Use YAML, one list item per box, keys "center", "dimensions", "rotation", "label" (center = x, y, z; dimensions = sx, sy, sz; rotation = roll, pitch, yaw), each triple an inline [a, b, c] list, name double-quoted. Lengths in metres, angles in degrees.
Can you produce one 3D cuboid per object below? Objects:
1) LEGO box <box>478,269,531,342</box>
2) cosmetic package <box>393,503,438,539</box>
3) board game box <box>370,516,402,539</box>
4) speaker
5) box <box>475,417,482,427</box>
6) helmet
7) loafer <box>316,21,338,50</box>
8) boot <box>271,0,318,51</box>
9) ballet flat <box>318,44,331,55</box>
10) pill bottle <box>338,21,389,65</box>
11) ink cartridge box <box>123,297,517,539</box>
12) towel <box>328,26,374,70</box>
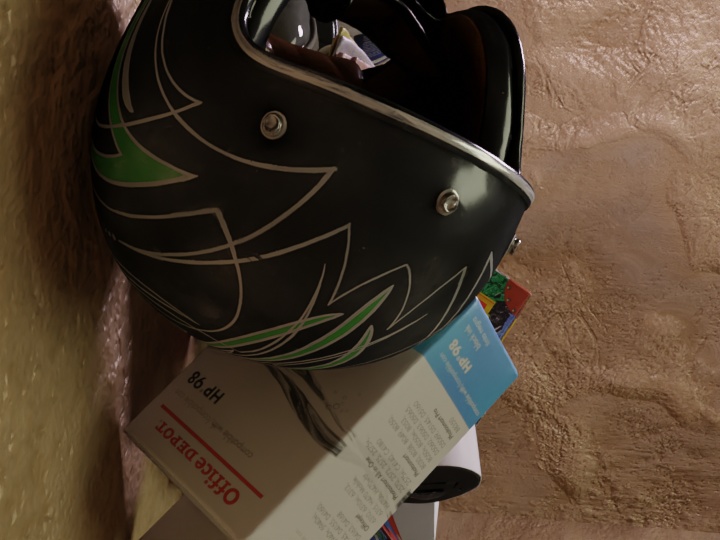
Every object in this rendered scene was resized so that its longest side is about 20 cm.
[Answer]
- center: [0.077, 0.014, 1.085]
  dimensions: [0.077, 0.149, 0.200]
  rotation: [-56, 173, 3]
  label: "LEGO box"
- center: [0.000, 0.173, 1.073]
  dimensions: [0.200, 0.150, 0.052]
  rotation: [-72, 165, -69]
  label: "cosmetic package"
- center: [-0.027, 0.122, 0.830]
  dimensions: [0.200, 0.019, 0.103]
  rotation: [58, 2, -27]
  label: "board game box"
- center: [0.043, 0.075, 0.906]
  dimensions: [0.081, 0.081, 0.201]
  rotation: [83, 3, -60]
  label: "speaker"
- center: [0.038, 0.079, 1.056]
  dimensions: [0.050, 0.157, 0.200]
  rotation: [-56, 178, 9]
  label: "box"
- center: [-0.023, -0.050, 0.510]
  dimensions: [0.200, 0.199, 0.192]
  rotation: [82, 10, -63]
  label: "helmet"
- center: [-0.060, -0.096, 0.784]
  dimensions: [0.072, 0.072, 0.201]
  rotation: [112, -8, -81]
  label: "loafer"
- center: [-0.058, -0.237, 0.671]
  dimensions: [0.182, 0.072, 0.201]
  rotation: [-100, -167, -47]
  label: "boot"
- center: [-0.048, -0.052, 0.708]
  dimensions: [0.069, 0.069, 0.201]
  rotation: [64, 50, -78]
  label: "ballet flat"
- center: [-0.007, -0.225, 0.884]
  dimensions: [0.200, 0.110, 0.112]
  rotation: [104, -11, -87]
  label: "pill bottle"
- center: [-0.033, 0.080, 0.582]
  dimensions: [0.200, 0.116, 0.067]
  rotation: [-45, 133, -14]
  label: "ink cartridge box"
- center: [-0.021, -0.031, 0.690]
  dimensions: [0.201, 0.023, 0.144]
  rotation: [-69, 161, 2]
  label: "towel"
